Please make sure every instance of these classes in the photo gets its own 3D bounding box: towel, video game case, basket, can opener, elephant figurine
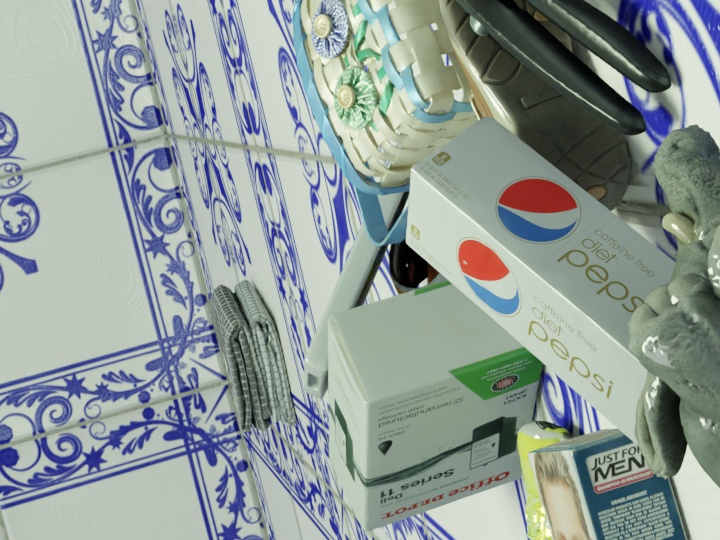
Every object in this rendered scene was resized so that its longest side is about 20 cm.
[{"bbox_3d":[-0.173,0.135,2.452,0.166,0.085,0.201,-130,27,-65],"label":"towel"},{"bbox_3d":[0.000,0.000,1.306,0.182,0.022,0.201,102,-168,-79],"label":"video game case"},{"bbox_3d":[0.023,-0.132,1.083,0.200,0.138,0.177,126,128,-62],"label":"basket"},{"bbox_3d":[0.093,-0.141,0.876,0.200,0.078,0.064,50,132,28],"label":"can opener"},{"bbox_3d":[0.175,0.030,0.686,0.141,0.156,0.200,32,-179,-3],"label":"elephant figurine"}]

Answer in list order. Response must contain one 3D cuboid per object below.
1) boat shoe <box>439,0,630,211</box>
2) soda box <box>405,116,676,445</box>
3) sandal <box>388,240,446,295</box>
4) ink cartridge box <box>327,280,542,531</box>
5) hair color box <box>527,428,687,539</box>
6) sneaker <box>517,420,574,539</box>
[{"bbox_3d":[0.095,-0.108,0.950,0.072,0.075,0.201,98,156,-66],"label":"boat shoe"},{"bbox_3d":[0.114,0.007,0.856,0.200,0.064,0.068,41,152,26],"label":"soda box"},{"bbox_3d":[0.050,-0.016,1.298,0.079,0.059,0.208,-120,19,-51],"label":"sandal"},{"bbox_3d":[0.054,0.102,1.220,0.201,0.146,0.083,90,159,-54],"label":"ink cartridge box"},{"bbox_3d":[0.172,0.203,1.007,0.100,0.060,0.202,143,112,-77],"label":"hair color box"},{"bbox_3d":[0.142,0.200,1.100,0.076,0.076,0.201,99,155,-66],"label":"sneaker"}]
